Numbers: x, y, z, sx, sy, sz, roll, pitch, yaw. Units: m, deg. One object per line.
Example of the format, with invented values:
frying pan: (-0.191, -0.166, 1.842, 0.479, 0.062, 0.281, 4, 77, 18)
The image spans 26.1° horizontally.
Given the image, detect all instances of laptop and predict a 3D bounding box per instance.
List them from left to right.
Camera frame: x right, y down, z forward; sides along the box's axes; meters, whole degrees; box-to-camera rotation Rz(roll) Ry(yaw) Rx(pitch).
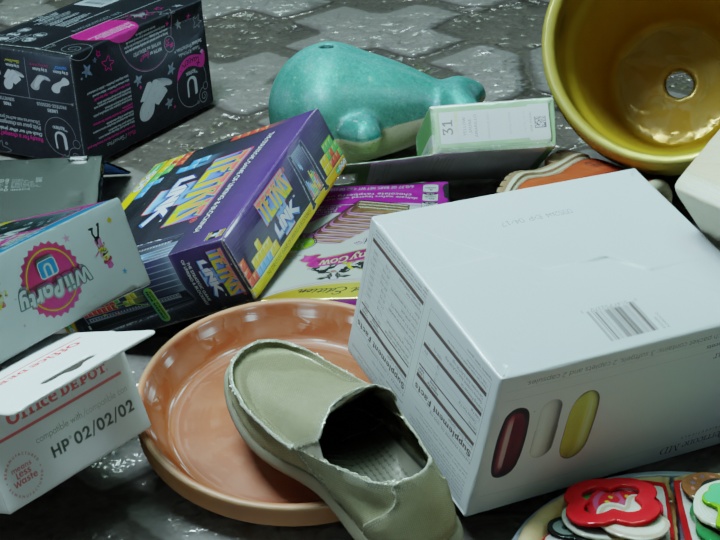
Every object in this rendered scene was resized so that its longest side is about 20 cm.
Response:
laptop: (-0.304, -0.038, 1.335, 0.187, 0.116, 0.200, -3, 55, 2)

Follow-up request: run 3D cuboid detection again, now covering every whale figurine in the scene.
whale figurine: (0.013, -0.162, 1.428, 0.199, 0.104, 0.159, -5, 25, 12)

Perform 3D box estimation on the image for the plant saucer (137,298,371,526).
plant saucer: (-0.041, 0.090, 0.984, 0.200, 0.032, 0.201, 0, 36, 0)

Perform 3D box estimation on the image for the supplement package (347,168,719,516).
supplement package: (0.120, 0.038, 0.952, 0.200, 0.111, 0.156, -12, 43, -26)

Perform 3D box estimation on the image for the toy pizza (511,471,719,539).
toy pizza: (0.177, 0.159, 0.845, 0.200, 0.032, 0.200, -3, 26, 1)

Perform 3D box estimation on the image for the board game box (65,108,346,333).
board game box: (-0.119, -0.034, 1.165, 0.165, 0.057, 0.200, -17, 25, 29)

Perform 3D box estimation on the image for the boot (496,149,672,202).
boot: (0.168, -0.038, 1.208, 0.107, 0.075, 0.200, 18, 32, 28)

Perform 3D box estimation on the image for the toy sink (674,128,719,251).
toy sink: (0.310, -0.015, 0.960, 0.112, 0.200, 0.130, -49, 39, -7)

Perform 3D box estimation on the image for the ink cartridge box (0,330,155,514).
ink cartridge box: (-0.212, 0.089, 0.934, 0.200, 0.068, 0.115, -5, 19, 44)

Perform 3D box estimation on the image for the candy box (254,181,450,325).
candy box: (0.000, 0.000, 1.159, 0.136, 0.061, 0.200, -2, 27, 4)

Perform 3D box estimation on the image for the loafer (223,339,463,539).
loafer: (-0.010, 0.091, 0.899, 0.076, 0.068, 0.200, -25, 43, -30)

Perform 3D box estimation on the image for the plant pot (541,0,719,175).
plant pot: (0.264, -0.174, 1.315, 0.200, 0.201, 0.189, 4, -3, 15)

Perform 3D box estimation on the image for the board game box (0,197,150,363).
board game box: (-0.257, 0.017, 1.003, 0.200, 0.064, 0.147, -6, 18, 42)

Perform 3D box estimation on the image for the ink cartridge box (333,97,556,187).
ink cartridge box: (0.055, -0.103, 1.306, 0.199, 0.048, 0.146, -3, -6, -2)

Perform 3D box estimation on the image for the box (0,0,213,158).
box: (-0.259, -0.191, 1.524, 0.132, 0.115, 0.200, 11, 28, 30)
